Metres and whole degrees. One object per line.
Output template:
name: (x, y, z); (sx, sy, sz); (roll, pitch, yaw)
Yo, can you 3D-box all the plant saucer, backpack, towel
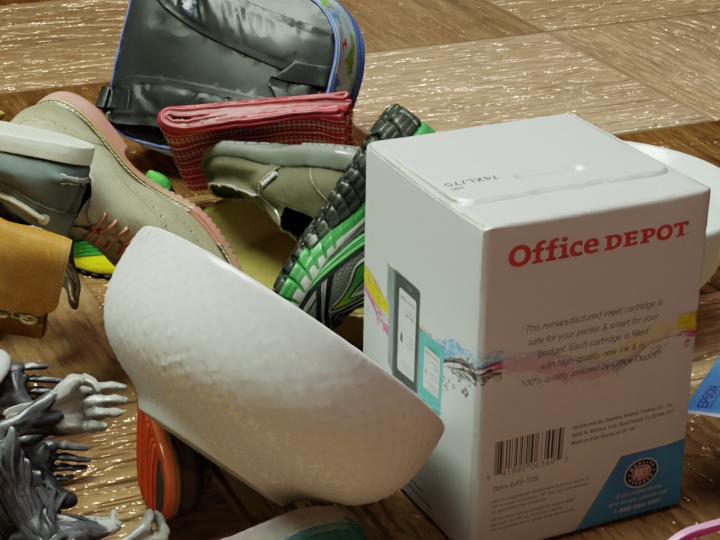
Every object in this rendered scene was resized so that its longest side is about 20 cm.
plant saucer: (-0.035, -0.003, 1.231); (0.199, 0.049, 0.200); (12, 26, 25)
backpack: (-0.099, -0.177, 1.463); (0.199, 0.184, 0.147); (19, 7, 17)
towel: (-0.076, -0.095, 1.301); (0.144, 0.023, 0.200); (-4, -12, 0)

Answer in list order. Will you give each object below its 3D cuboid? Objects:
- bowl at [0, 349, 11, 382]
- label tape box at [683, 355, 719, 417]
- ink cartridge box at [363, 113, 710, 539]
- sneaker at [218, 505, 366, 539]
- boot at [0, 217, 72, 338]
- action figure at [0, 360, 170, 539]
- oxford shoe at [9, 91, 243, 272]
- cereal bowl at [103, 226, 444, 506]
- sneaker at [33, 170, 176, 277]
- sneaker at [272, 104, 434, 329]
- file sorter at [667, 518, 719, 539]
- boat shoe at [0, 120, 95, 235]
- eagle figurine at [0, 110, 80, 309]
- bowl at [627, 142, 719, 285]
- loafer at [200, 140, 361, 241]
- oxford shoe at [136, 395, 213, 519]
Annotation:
bowl: (-0.301, 0.062, 0.923); (0.200, 0.091, 0.201); (-25, 13, 6)
label tape box: (0.305, 0.099, 0.994); (0.199, 0.066, 0.143); (11, 25, 25)
ink cartridge box: (0.095, 0.031, 0.972); (0.146, 0.201, 0.146); (-10, 26, -24)
sneaker: (-0.056, 0.174, 0.823); (0.200, 0.071, 0.080); (-9, 61, -52)
boot: (-0.237, -0.029, 0.964); (0.143, 0.201, 0.071); (8, 58, -5)
action figure: (-0.159, 0.112, 0.890); (0.102, 0.120, 0.200); (-13, 21, -13)
oxford shoe: (-0.154, -0.026, 1.076); (0.200, 0.071, 0.074); (43, 27, 2)
cereal bowl: (-0.058, 0.064, 0.891); (0.200, 0.200, 0.084); (25, 76, 43)
sneaker: (-0.232, -0.046, 1.277); (0.199, 0.086, 0.078); (0, 24, 0)
sneaker: (0.000, 0.000, 1.054); (0.085, 0.200, 0.078); (33, 23, -4)
file sorter: (0.220, 0.196, 0.696); (0.138, 0.126, 0.200); (-10, 26, -24)
boat shoe: (-0.262, -0.063, 1.005); (0.199, 0.062, 0.073); (9, 10, -7)
eagle figurine: (-0.282, -0.049, 1.115); (0.199, 0.152, 0.152); (16, -7, -20)
bowl: (0.172, -0.019, 1.204); (0.200, 0.091, 0.201); (1, 24, 0)
loafer: (-0.054, -0.056, 1.205); (0.075, 0.070, 0.200); (4, 1, -34)
oxford shoe: (-0.098, 0.085, 1.008); (0.072, 0.072, 0.200); (3, 23, -8)
